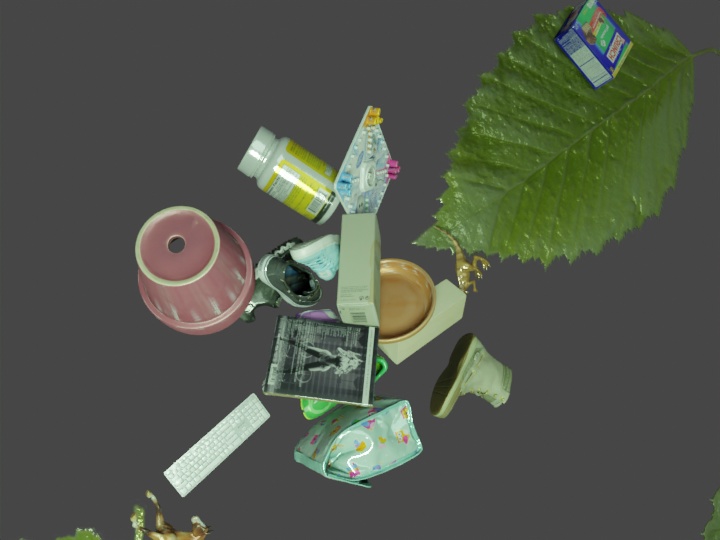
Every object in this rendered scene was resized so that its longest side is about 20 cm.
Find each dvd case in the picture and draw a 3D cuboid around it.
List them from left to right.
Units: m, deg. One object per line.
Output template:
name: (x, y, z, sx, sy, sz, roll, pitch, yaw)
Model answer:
dvd case: (-0.067, 0.164, 0.973, 0.196, 0.016, 0.151, 7, 60, 0)

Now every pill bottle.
pill bottle: (-0.134, -0.188, 1.046, 0.198, 0.114, 0.116, 31, 68, -17)

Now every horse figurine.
horse figurine: (-0.349, 0.458, 0.847, 0.201, 0.049, 0.134, -50, 120, -33)

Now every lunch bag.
lunch bag: (-0.013, 0.315, 0.974, 0.197, 0.170, 0.124, -21, 92, -26)

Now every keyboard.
keyboard: (-0.252, 0.309, 0.951, 0.199, 0.011, 0.057, -40, 98, -26)

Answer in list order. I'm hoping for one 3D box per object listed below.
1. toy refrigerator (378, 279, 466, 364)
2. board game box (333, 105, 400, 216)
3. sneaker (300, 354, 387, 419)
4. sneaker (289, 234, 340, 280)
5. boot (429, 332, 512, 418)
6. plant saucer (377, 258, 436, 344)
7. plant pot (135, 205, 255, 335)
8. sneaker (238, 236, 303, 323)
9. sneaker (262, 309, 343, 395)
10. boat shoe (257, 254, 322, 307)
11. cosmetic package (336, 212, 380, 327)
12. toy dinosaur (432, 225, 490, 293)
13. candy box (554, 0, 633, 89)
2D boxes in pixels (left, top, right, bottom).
toy refrigerator: (0.129, 0.104, 1.128, 0.198, 0.077, 0.070, -31, 52, -27)
board game box: (0.021, -0.194, 1.095, 0.203, 0.025, 0.201, -68, 154, -21)
sneaker: (-0.031, 0.216, 1.034, 0.198, 0.083, 0.075, -30, 93, -26)
sneaker: (-0.070, -0.022, 1.017, 0.200, 0.073, 0.083, -21, 94, -70)
boot: (0.249, 0.263, 1.169, 0.154, 0.072, 0.202, 40, 66, -16)
plant saucer: (0.056, 0.064, 1.078, 0.196, 0.038, 0.203, -5, 51, 7)
plant pot: (-0.279, -0.009, 0.874, 0.196, 0.179, 0.204, 1, 72, -5)
sneaker: (-0.172, 0.022, 1.017, 0.200, 0.066, 0.091, -44, 102, -22)
sneaker: (-0.119, 0.149, 1.024, 0.199, 0.073, 0.115, -30, 74, -22)
boat shoe: (-0.111, 0.024, 0.984, 0.200, 0.065, 0.071, 47, 59, -58)
cosmetic package: (0.000, 0.000, 1.036, 0.072, 0.104, 0.203, -2, 60, 8)
toy dinosaur: (0.238, -0.013, 1.221, 0.104, 0.060, 0.204, -3, 81, -24)
candy box: (0.684, -0.667, 1.552, 0.200, 0.077, 0.170, 42, 65, -14)
